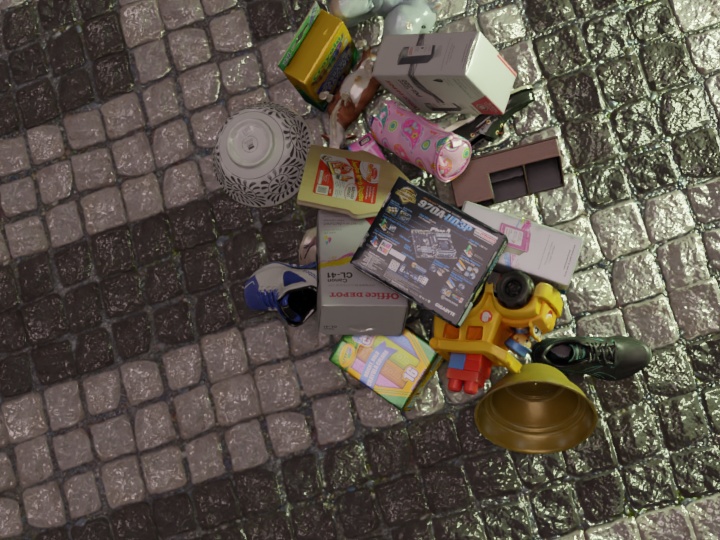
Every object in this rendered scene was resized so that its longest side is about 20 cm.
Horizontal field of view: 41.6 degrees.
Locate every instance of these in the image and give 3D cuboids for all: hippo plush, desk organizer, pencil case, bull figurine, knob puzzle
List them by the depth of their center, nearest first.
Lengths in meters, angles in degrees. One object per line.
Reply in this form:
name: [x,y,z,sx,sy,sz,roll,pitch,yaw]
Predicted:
knob puzzle: [-0.002,-0.142,1.628,0.217,0.220,0.031,21,129,12]
pencil case: [0.101,-0.226,1.635,0.088,0.087,0.200,-52,46,1]
desk organizer: [0.254,-0.165,1.649,0.197,0.072,0.078,-14,83,9]
pencil case: [-0.010,-0.008,1.676,0.198,0.090,0.078,23,59,12]
bull figurine: [-0.016,-0.312,1.696,0.065,0.121,0.201,28,82,15]
hippo plush: [0.050,-0.469,1.710,0.161,0.159,0.200,44,50,-5]

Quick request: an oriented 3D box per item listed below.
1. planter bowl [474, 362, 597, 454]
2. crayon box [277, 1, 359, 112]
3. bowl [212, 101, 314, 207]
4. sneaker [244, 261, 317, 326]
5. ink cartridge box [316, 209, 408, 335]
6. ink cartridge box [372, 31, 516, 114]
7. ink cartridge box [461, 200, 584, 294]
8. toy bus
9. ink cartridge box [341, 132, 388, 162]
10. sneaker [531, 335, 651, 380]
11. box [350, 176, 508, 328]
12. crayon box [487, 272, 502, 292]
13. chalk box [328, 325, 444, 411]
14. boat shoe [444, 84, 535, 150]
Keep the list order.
planter bowl: [0.288,0.212,1.566,0.198,0.202,0.084,-1,46,10]
crayon box: [-0.069,-0.369,1.660,0.051,0.200,0.127,31,90,13]
bowl: [-0.189,-0.223,1.727,0.198,0.094,0.204,-1,83,10]
sneaker: [-0.130,0.041,1.643,0.197,0.115,0.081,-10,115,29]
ink cartridge box: [0.000,0.000,1.565,0.145,0.086,0.202,0,52,-5]
ink cartridge box: [0.141,-0.334,1.612,0.198,0.145,0.086,11,77,40]
ink cartridge box: [0.253,-0.035,1.543,0.198,0.145,0.086,20,87,12]
toy bus: [0.208,0.105,1.505,0.198,0.136,0.194,1,69,27]
ink cartridge box: [0.028,-0.140,1.707,0.094,0.037,0.201,-31,81,5]
sneaker: [0.386,0.146,1.582,0.197,0.079,0.077,-3,82,9]
box: [0.105,-0.029,1.471,0.199,0.046,0.160,29,88,15]
crayon box: [0.213,0.012,1.644,0.198,0.052,0.127,21,87,12]
chalk box: [0.029,0.136,1.627,0.199,0.124,0.125,33,90,14]
boat shoe: [0.223,-0.254,1.665,0.200,0.074,0.064,-32,78,11]
